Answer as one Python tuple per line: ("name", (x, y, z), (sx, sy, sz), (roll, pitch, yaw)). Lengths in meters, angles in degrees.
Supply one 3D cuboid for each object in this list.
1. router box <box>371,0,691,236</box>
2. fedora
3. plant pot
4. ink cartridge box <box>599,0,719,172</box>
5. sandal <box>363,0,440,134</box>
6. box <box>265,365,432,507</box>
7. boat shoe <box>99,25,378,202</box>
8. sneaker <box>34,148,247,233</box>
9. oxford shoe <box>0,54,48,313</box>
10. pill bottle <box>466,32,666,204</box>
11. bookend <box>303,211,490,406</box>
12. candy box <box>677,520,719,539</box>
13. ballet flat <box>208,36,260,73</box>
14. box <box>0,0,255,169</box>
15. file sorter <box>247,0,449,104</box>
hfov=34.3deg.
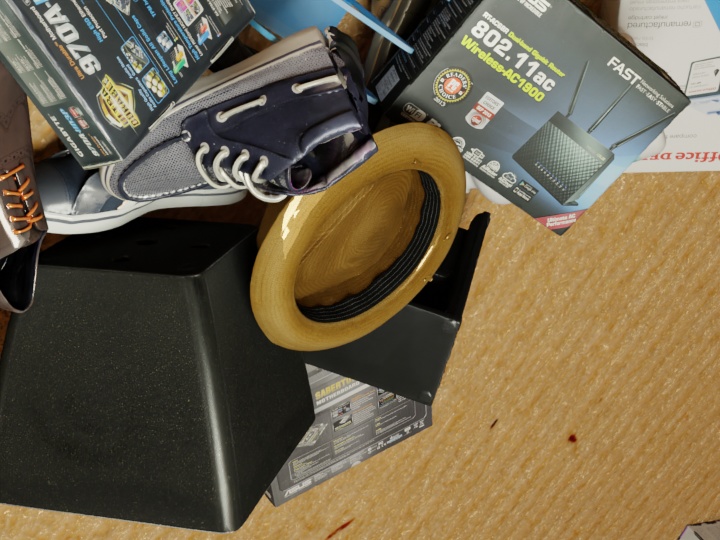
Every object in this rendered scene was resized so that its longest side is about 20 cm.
("router box", (0.132, -0.138, 0.899), (0.200, 0.062, 0.150), (30, 114, -27))
("fedora", (-0.013, -0.036, 0.874), (0.200, 0.082, 0.201), (-26, 136, -27))
("plant pot", (-0.155, 0.061, 0.885), (0.200, 0.199, 0.178), (-48, 140, -68))
("ink cartridge box", (0.299, -0.195, 1.096), (0.146, 0.086, 0.201), (-2, 130, 2))
("sandal", (0.037, -0.203, 0.941), (0.082, 0.055, 0.201), (9, 110, -53))
("box", (-0.021, 0.137, 1.194), (0.199, 0.048, 0.159), (-26, 136, -20))
("boat shoe", (-0.082, -0.080, 0.774), (0.199, 0.093, 0.075), (-29, 145, 12))
("sneaker", (-0.167, -0.086, 0.868), (0.199, 0.078, 0.080), (-15, 136, -38))
("oxford shoe", (-0.228, -0.057, 0.749), (0.071, 0.072, 0.200), (-39, 156, -41))
("pill bottle", (0.159, -0.126, 1.030), (0.199, 0.111, 0.111), (-19, 142, 17))
("bookend", (0.000, 0.000, 1.043), (0.200, 0.198, 0.092), (-64, 171, -58))
("candy box", (0.598, 0.511, 1.988), (0.199, 0.072, 0.168), (4, 121, -40))
("ballet flat", (-0.082, -0.164, 0.879), (0.057, 0.066, 0.200), (-50, 146, 9))
("box", (-0.166, -0.188, 0.701), (0.200, 0.046, 0.159), (56, 49, -30))
("file sorter", (0.001, -0.241, 0.833), (0.139, 0.123, 0.200), (23, 108, -46))
